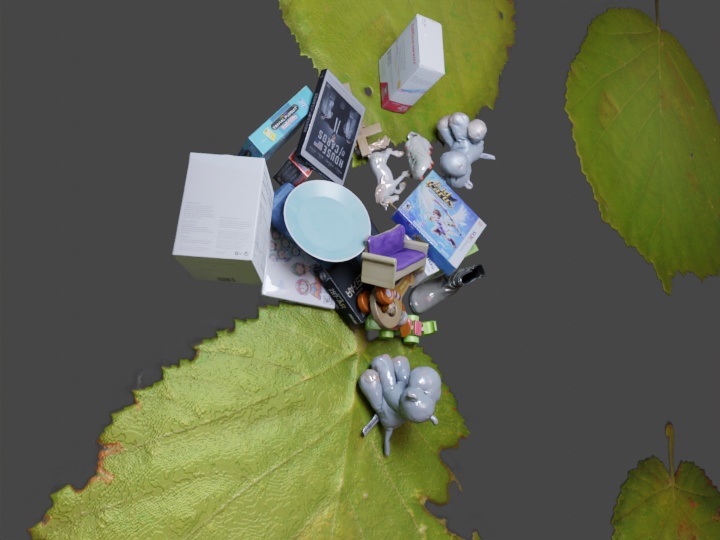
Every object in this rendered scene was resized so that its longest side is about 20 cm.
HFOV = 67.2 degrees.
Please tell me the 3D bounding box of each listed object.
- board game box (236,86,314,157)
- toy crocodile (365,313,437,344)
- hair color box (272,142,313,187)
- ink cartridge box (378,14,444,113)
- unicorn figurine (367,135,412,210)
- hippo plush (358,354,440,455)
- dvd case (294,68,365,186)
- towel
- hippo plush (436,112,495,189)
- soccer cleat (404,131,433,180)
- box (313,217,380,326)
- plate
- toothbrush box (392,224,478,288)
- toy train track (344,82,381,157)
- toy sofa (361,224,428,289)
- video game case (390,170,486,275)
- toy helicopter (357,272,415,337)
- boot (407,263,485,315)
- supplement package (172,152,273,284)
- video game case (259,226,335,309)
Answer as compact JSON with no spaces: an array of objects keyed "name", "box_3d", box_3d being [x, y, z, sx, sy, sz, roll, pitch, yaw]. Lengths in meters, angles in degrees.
[{"name":"board game box","box_3d":[-0.190,-0.297,1.187,0.047,0.150,0.201,44,59,-10]},{"name":"toy crocodile","box_3d":[0.096,0.132,1.298,0.194,0.061,0.070,14,69,-27]},{"name":"hair color box","box_3d":[-0.112,-0.282,1.256,0.064,0.110,0.202,41,60,-13]},{"name":"ink cartridge box","box_3d":[0.130,-0.533,1.419,0.083,0.199,0.154,6,73,-28]},{"name":"unicorn figurine","box_3d":[0.071,-0.238,1.388,0.135,0.074,0.203,-24,74,-33]},{"name":"hippo plush","box_3d":[0.088,0.270,1.187,0.159,0.160,0.203,41,60,-14]},{"name":"dvd case","box_3d":[-0.063,-0.310,1.200,0.149,0.024,0.207,30,70,-48]},{"name":"towel","box_3d":[-0.116,-0.100,1.185,0.198,0.049,0.112,38,54,2]},{"name":"hippo plush","box_3d":[0.262,-0.318,1.502,0.165,0.156,0.200,-62,152,-10]},{"name":"soccer cleat","box_3d":[0.146,-0.299,1.415,0.076,0.070,0.202,33,31,-14]},{"name":"box","box_3d":[0.000,0.000,1.268,0.162,0.043,0.200,54,51,-14]},{"name":"plate","box_3d":[-0.071,-0.103,1.160,0.193,0.026,0.206,11,57,-17]},{"name":"toothbrush box","box_3d":[0.183,-0.068,1.381,0.196,0.086,0.149,-23,80,-35]},{"name":"toy train track","box_3d":[-0.013,-0.381,1.388,0.111,0.033,0.207,-17,77,-1]},{"name":"toy sofa","box_3d":[0.081,-0.035,1.207,0.198,0.080,0.101,-23,122,-59]},{"name":"video game case","box_3d":[0.196,-0.121,1.335,0.200,0.045,0.182,44,54,-2]},{"name":"toy helicopter","box_3d":[0.085,0.064,1.249,0.134,0.078,0.200,56,40,-12]},{"name":"boot","box_3d":[0.216,0.037,1.356,0.197,0.130,0.069,-29,90,-33]},{"name":"supplement package","box_3d":[-0.259,-0.097,1.062,0.146,0.151,0.208,4,72,0]},{"name":"video game case","box_3d":[-0.132,-0.027,1.224,0.177,0.023,0.208,13,71,-28]}]
